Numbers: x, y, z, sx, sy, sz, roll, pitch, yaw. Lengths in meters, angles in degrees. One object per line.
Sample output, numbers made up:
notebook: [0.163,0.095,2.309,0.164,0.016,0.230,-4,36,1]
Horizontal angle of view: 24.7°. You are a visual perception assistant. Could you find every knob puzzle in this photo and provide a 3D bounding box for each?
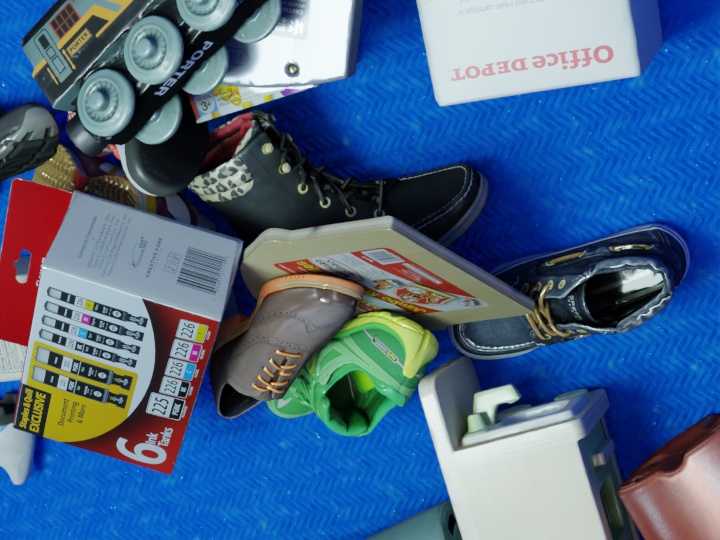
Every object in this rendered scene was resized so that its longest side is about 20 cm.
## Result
knob puzzle: [0.000,0.000,1.207,0.219,0.220,0.031,2,70,18]

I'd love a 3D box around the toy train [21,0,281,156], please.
toy train: [-0.142,-0.171,1.118,0.200,0.085,0.114,-43,71,21]

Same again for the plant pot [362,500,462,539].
plant pot: [0.026,0.293,1.305,0.196,0.200,0.200,-34,94,16]

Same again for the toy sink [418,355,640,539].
toy sink: [0.137,0.155,1.243,0.112,0.130,0.200,-17,90,17]

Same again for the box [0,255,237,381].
box: [-0.210,0.032,1.356,0.200,0.078,0.095,-4,105,19]

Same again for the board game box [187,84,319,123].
board game box: [-0.092,-0.227,1.226,0.103,0.105,0.200,-15,102,21]

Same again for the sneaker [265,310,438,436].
sneaker: [-0.023,0.087,1.278,0.074,0.084,0.200,35,149,-22]

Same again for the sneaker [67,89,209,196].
sneaker: [-0.174,-0.106,1.252,0.108,0.202,0.067,-36,126,29]

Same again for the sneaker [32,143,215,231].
sneaker: [-0.195,-0.049,1.312,0.200,0.090,0.075,28,100,52]

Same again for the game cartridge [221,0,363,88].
game cartridge: [-0.095,-0.199,1.160,0.200,0.042,0.133,11,113,13]

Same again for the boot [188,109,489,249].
boot: [-0.023,-0.061,1.237,0.203,0.074,0.154,-22,128,26]

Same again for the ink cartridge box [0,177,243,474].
ink cartridge box: [-0.197,0.044,1.227,0.175,0.084,0.200,17,137,-4]

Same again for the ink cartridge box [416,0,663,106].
ink cartridge box: [0.119,-0.229,1.134,0.145,0.145,0.200,-6,104,19]

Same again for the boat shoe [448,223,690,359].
boat shoe: [0.147,0.023,1.229,0.200,0.091,0.071,-24,97,23]

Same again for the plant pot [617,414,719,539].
plant pot: [0.300,0.196,1.187,0.201,0.201,0.195,-39,83,24]

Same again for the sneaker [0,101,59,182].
sneaker: [-0.317,-0.101,1.335,0.200,0.075,0.079,-26,81,44]

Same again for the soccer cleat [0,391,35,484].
soccer cleat: [-0.380,0.156,1.453,0.200,0.070,0.086,0,105,18]

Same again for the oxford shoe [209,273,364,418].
oxford shoe: [-0.055,0.059,1.229,0.071,0.073,0.200,15,153,-22]
